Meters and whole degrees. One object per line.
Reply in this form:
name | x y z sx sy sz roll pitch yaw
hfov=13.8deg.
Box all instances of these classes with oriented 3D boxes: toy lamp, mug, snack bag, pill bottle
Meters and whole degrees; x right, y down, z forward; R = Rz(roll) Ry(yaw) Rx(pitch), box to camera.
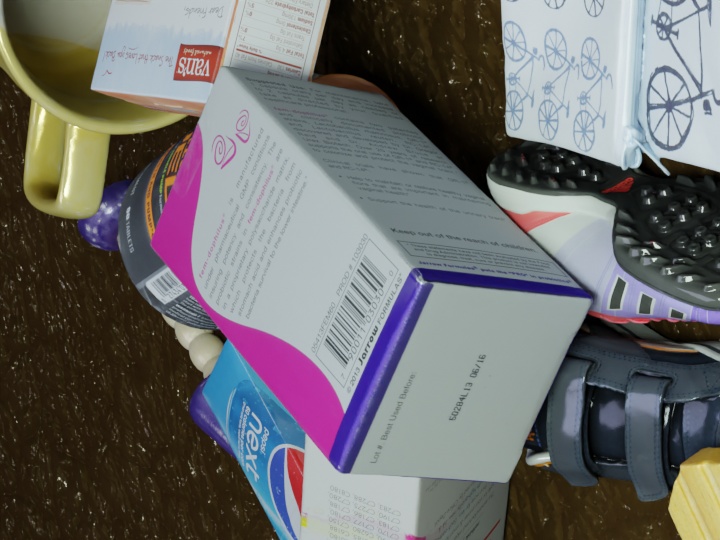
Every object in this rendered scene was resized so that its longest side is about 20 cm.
toy lamp | -0.102 0.033 1.752 0.200 0.058 0.058 53 146 33
mug | -0.165 -0.143 1.661 0.149 0.187 0.153 41 171 -22
snack bag | 0.119 -0.134 1.281 0.200 0.021 0.189 22 117 56
pill bottle | -0.046 -0.041 1.559 0.200 0.106 0.106 -31 78 61

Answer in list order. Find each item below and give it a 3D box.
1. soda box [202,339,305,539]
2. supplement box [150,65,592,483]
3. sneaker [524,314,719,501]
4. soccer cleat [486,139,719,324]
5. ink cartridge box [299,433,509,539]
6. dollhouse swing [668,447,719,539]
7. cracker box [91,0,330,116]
soda box | -0.009 0.123 1.621 0.200 0.068 0.064 60 150 23
supplement box | 0.000 0.000 1.358 0.200 0.103 0.101 47 121 45
sneaker | 0.119 0.065 1.350 0.200 0.079 0.079 25 126 53
soccer cleat | 0.127 -0.005 1.318 0.200 0.068 0.073 29 140 56
ink cartridge box | 0.024 0.110 1.490 0.068 0.115 0.200 19 126 22
dollhouse swing | 0.174 0.194 1.220 0.176 0.182 0.200 51 155 -17
cracker box | -0.061 -0.175 1.478 0.134 0.058 0.200 13 88 59
